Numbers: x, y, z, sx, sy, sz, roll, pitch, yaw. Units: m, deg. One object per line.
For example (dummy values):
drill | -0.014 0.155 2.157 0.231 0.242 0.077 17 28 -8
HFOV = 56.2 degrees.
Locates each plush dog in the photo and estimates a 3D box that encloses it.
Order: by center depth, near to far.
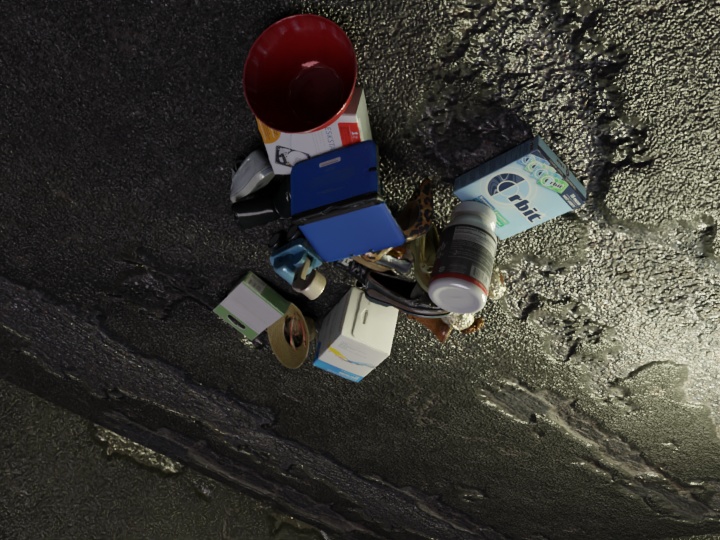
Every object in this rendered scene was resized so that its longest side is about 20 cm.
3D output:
plush dog | 0.217 0.049 1.517 0.159 0.174 0.200 -19 133 37

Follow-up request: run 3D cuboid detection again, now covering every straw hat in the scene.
straw hat | -0.169 0.167 1.862 0.084 0.204 0.201 -13 163 -40

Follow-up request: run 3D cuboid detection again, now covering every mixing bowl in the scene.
mixing bowl | -0.090 -0.319 1.155 0.196 0.204 0.108 4 176 13

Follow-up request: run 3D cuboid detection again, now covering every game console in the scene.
game console | -0.024 -0.127 1.282 0.197 0.174 0.118 -12 162 30

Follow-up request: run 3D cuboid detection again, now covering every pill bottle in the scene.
pill bottle | 0.207 -0.027 1.328 0.114 0.203 0.117 13 150 8

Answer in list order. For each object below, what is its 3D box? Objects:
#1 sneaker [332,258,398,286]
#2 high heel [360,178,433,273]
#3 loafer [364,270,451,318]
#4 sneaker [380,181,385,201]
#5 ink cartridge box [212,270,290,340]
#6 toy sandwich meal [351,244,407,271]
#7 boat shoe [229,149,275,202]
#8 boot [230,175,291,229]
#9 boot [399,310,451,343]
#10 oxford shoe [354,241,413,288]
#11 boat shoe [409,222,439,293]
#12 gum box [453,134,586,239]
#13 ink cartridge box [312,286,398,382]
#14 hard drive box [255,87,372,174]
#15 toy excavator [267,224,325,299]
sneaker | 0.000 0.000 1.504 0.111 0.200 0.074 17 109 -50
high heel | 0.070 -0.105 1.349 0.141 0.203 0.071 19 -179 -34
loafer | 0.101 0.048 1.409 0.196 0.072 0.064 10 132 16
sneaker | 0.004 -0.138 1.378 0.079 0.078 0.200 13 169 6
ink cartridge box | -0.298 0.099 1.835 0.145 0.048 0.199 39 139 -13
toy sandwich meal | 0.010 -0.067 1.447 0.203 0.205 0.071 28 102 -18
boat shoe | -0.238 -0.203 1.430 0.072 0.070 0.200 61 150 -3
boot | -0.194 -0.139 1.422 0.159 0.075 0.198 -9 173 3
boot | 0.145 0.103 1.620 0.153 0.075 0.200 26 -174 -4
oxford shoe | 0.061 -0.010 1.573 0.070 0.076 0.199 34 139 -26
boat shoe | 0.153 -0.022 1.421 0.072 0.202 0.064 15 127 -18
gum box | 0.312 -0.157 1.327 0.169 0.045 0.198 38 138 -28
ink cartridge box | -0.014 0.172 1.773 0.143 0.149 0.200 24 143 -14
hard drive box | -0.084 -0.264 1.290 0.196 0.078 0.157 3 143 14
toy excavator | -0.139 -0.004 1.540 0.193 0.202 0.100 -22 132 38
